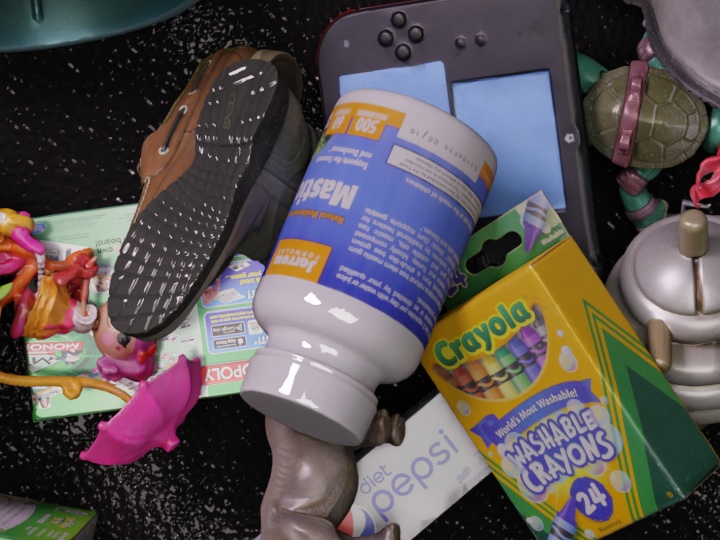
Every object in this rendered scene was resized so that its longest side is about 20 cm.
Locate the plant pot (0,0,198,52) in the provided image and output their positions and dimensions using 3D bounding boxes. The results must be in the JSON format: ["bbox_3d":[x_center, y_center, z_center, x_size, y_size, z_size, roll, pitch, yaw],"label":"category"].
[{"bbox_3d":[-0.211,-0.259,1.501,0.199,0.200,0.198,-10,83,-1],"label":"plant pot"}]

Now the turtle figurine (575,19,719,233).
[{"bbox_3d":[0.178,-0.104,1.550,0.198,0.101,0.151,13,85,7],"label":"turtle figurine"}]

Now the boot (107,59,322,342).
[{"bbox_3d":[-0.071,-0.020,1.485,0.067,0.131,0.201,13,67,35],"label":"boot"}]

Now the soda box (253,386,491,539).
[{"bbox_3d":[0.019,0.144,1.559,0.200,0.068,0.064,-40,91,0],"label":"soda box"}]

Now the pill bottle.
[{"bbox_3d":[0.000,0.000,1.460,0.111,0.112,0.201,23,75,-1],"label":"pill bottle"}]

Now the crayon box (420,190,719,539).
[{"bbox_3d":[0.115,0.068,1.467,0.051,0.126,0.201,-33,89,-45],"label":"crayon box"}]

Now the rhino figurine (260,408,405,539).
[{"bbox_3d":[-0.019,0.105,1.507,0.087,0.060,0.201,-5,63,15],"label":"rhino figurine"}]

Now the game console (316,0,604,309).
[{"bbox_3d":[0.063,-0.077,1.539,0.176,0.031,0.202,-5,95,27],"label":"game console"}]

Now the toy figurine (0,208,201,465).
[{"bbox_3d":[-0.190,0.046,1.517,0.183,0.150,0.201,15,65,-14],"label":"toy figurine"}]

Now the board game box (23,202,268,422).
[{"bbox_3d":[-0.127,0.020,1.576,0.198,0.029,0.136,-7,91,-1],"label":"board game box"}]

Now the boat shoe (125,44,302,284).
[{"bbox_3d":[-0.108,-0.059,1.536,0.068,0.072,0.201,11,57,33],"label":"boat shoe"}]

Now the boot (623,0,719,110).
[{"bbox_3d":[0.230,-0.194,1.493,0.069,0.200,0.132,1,131,-38],"label":"boot"}]

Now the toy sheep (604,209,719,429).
[{"bbox_3d":[0.213,0.034,1.514,0.137,0.201,0.139,0,51,0],"label":"toy sheep"}]

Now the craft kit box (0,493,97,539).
[{"bbox_3d":[-0.272,0.160,1.489,0.196,0.200,0.049,10,90,0],"label":"craft kit box"}]
